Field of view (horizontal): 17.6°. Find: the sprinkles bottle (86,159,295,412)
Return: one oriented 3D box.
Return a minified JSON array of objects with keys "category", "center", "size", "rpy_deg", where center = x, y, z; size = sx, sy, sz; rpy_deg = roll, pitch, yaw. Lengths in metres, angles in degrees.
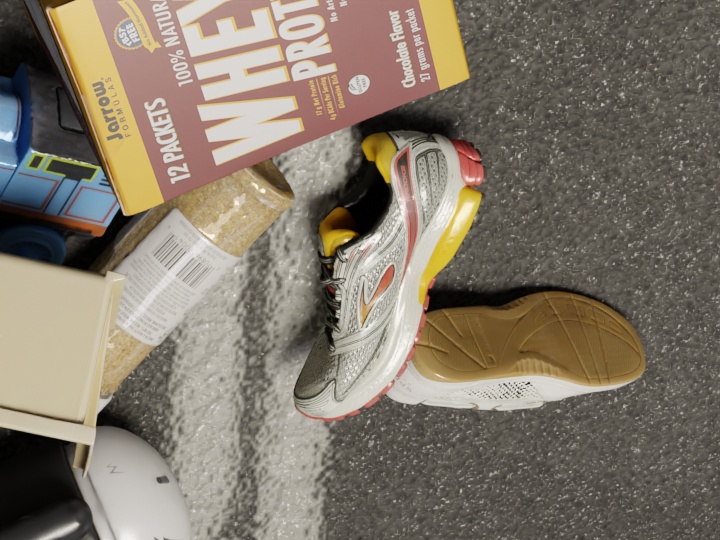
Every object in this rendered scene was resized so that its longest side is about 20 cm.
[{"category":"sprinkles bottle","center":[-0.128,0.005,1.414],"size":[0.200,0.068,0.068],"rpy_deg":[-46,129,12]}]

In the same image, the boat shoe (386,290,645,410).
[{"category":"boat shoe","center":[0.100,0.060,1.564],"size":[0.200,0.071,0.069],"rpy_deg":[2,150,-34]}]

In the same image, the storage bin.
[{"category":"storage bin","center":[-0.238,0.042,1.277],"size":[0.199,0.199,0.094],"rpy_deg":[12,77,-6]}]

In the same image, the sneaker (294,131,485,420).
[{"category":"sneaker","center":[0.000,0.000,1.461],"size":[0.082,0.078,0.200],"rpy_deg":[16,107,-27]}]

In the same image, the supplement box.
[{"category":"supplement box","center":[-0.078,-0.166,1.225],"size":[0.197,0.200,0.133],"rpy_deg":[-22,130,-7]}]

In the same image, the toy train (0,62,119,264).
[{"category":"toy train","center":[-0.224,-0.065,1.296],"size":[0.200,0.087,0.114],"rpy_deg":[12,135,-26]}]

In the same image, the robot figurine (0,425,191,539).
[{"category":"robot figurine","center":[-0.205,0.180,1.470],"size":[0.200,0.150,0.125],"rpy_deg":[-24,117,-6]}]
